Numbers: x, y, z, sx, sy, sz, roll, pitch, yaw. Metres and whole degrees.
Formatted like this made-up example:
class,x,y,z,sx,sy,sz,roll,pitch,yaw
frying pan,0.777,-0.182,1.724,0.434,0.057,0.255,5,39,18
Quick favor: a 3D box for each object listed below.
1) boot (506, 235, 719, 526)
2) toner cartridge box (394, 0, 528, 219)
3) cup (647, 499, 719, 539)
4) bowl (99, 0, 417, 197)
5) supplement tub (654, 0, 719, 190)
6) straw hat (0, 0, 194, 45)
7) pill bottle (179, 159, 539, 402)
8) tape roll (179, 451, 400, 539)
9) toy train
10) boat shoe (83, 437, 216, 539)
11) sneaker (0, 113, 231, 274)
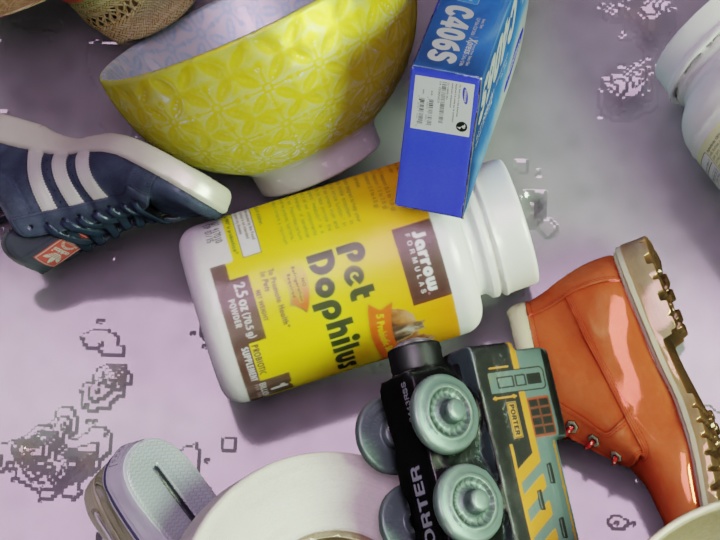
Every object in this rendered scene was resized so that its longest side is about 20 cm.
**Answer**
class,x,y,z,sx,sy,sz,roll,pitch,yaw
boot,0.155,0.092,1.665,0.107,0.075,0.201,-22,72,9
toner cartridge box,0.064,-0.124,1.660,0.043,0.096,0.200,12,35,6
cup,0.225,0.237,1.572,0.199,0.143,0.202,-1,73,4
bowl,-0.044,-0.109,1.688,0.199,0.200,0.108,-26,103,-4
supplement tub,0.280,-0.076,1.661,0.145,0.145,0.201,-34,74,-7
straw hat,-0.143,-0.190,1.745,0.201,0.201,0.085,-42,116,-9
pill bottle,0.000,0.000,1.674,0.199,0.109,0.110,-18,73,-2
tape roll,-0.017,0.204,1.612,0.201,0.037,0.204,6,73,-20
toy train,0.072,0.133,1.608,0.113,0.085,0.201,-6,78,-34
boat shoe,-0.087,0.188,1.649,0.072,0.062,0.201,-31,88,-39
sneaker,-0.164,-0.035,1.691,0.199,0.075,0.085,11,76,40
